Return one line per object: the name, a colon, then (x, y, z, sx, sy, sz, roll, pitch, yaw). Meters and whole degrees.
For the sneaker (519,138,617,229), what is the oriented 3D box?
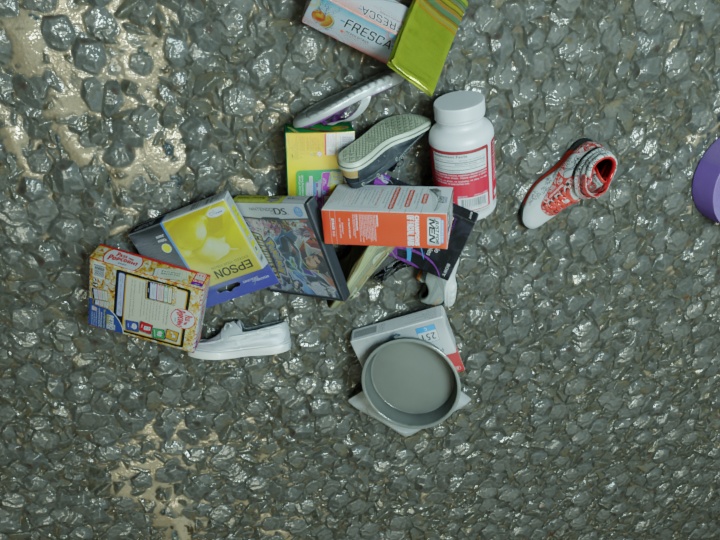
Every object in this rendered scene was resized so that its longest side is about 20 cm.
sneaker: (0.384, -0.147, 1.077, 0.067, 0.108, 0.202, 31, 107, -23)

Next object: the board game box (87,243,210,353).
board game box: (-0.376, 0.054, 1.031, 0.197, 0.047, 0.153, 17, 123, -6)

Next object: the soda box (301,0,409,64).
soda box: (0.014, -0.384, 0.896, 0.197, 0.069, 0.063, 19, 153, -20)

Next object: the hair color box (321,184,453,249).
hair color box: (0.047, -0.089, 0.936, 0.196, 0.111, 0.065, 2, 120, 14)

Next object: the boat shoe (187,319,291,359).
boat shoe: (-0.234, 0.130, 1.123, 0.196, 0.072, 0.070, -4, 96, -2)

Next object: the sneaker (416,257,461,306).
sneaker: (0.149, -0.017, 1.119, 0.078, 0.074, 0.203, -3, 117, -4)

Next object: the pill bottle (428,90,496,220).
pill bottle: (0.175, -0.195, 1.000, 0.110, 0.113, 0.203, -14, 124, -4)

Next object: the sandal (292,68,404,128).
sandal: (-0.015, -0.269, 0.951, 0.200, 0.083, 0.050, -25, 115, 1)

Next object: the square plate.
square plate: (0.107, 0.287, 1.250, 0.197, 0.029, 0.199, -37, 124, 27)

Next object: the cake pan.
cake pan: (0.101, 0.219, 1.151, 0.196, 0.037, 0.204, 5, 112, 12)

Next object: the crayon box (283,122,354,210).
crayon box: (-0.071, -0.150, 1.015, 0.116, 0.058, 0.203, -3, 117, -9)

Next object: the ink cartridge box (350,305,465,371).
ink cartridge box: (0.101, 0.176, 1.195, 0.197, 0.045, 0.178, -17, 118, 15)

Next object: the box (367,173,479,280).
box: (0.092, -0.077, 1.031, 0.197, 0.036, 0.144, 22, 133, 4)

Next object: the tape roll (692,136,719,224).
tape roll: (0.774, -0.184, 1.160, 0.196, 0.066, 0.203, -4, 117, -8)

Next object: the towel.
towel: (0.106, -0.366, 0.887, 0.085, 0.018, 0.203, 28, 66, -17)

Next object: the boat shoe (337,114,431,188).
boat shoe: (0.042, -0.204, 0.977, 0.199, 0.074, 0.063, -39, 139, -26)

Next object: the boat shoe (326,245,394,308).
boat shoe: (0.000, -0.002, 1.055, 0.062, 0.074, 0.202, 15, 124, -27)

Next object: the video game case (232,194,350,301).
video game case: (-0.122, -0.039, 1.011, 0.178, 0.026, 0.202, 6, 129, 34)

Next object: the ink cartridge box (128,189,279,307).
ink cartridge box: (-0.273, -0.018, 1.028, 0.195, 0.047, 0.202, -18, 117, 14)

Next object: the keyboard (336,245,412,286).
keyboard: (0.033, -0.028, 1.120, 0.198, 0.040, 0.105, -32, 95, 8)
